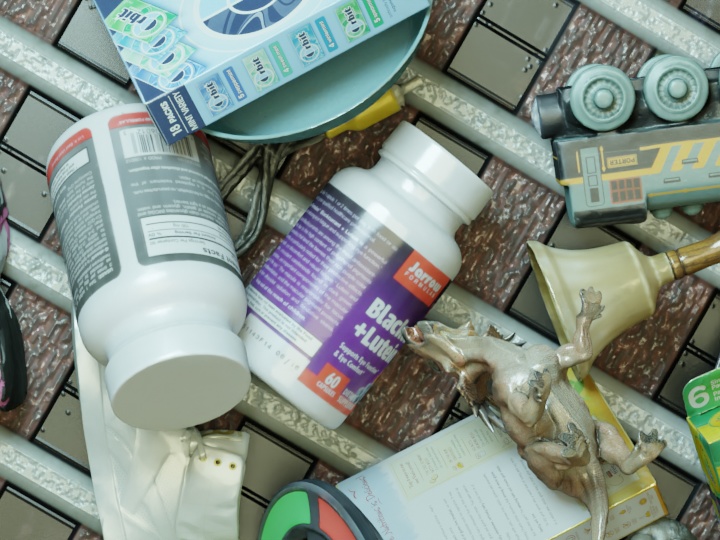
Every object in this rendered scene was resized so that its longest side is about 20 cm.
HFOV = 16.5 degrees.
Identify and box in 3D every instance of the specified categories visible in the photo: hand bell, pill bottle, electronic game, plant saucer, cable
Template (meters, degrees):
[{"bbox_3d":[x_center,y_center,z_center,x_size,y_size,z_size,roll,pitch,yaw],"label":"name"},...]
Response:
[{"bbox_3d":[0.225,-0.008,1.726,0.199,0.104,0.105,-22,93,0],"label":"hand bell"},{"bbox_3d":[-0.140,-0.002,1.665,0.115,0.116,0.201,-14,59,-2],"label":"pill bottle"},{"bbox_3d":[-0.019,0.241,1.687,0.041,0.200,0.201,-11,93,-28],"label":"electronic game"},{"bbox_3d":[-0.039,-0.154,1.697,0.199,0.200,0.036,-30,135,-1],"label":"plant saucer"},{"bbox_3d":[0.000,0.000,1.715,0.111,0.111,0.200,38,90,-3],"label":"pill bottle"},{"bbox_3d":[-0.055,-0.099,1.739,0.200,0.050,0.097,-45,91,-2],"label":"cable"}]

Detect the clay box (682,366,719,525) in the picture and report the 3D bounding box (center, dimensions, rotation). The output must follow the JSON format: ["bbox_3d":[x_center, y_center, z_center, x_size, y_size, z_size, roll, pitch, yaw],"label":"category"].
[{"bbox_3d":[0.303,0.148,1.730,0.114,0.048,0.201,-23,118,-4],"label":"clay box"}]

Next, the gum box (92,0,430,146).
[{"bbox_3d":[-0.074,-0.190,1.682,0.199,0.170,0.045,-29,132,-1],"label":"gum box"}]

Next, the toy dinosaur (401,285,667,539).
[{"bbox_3d":[0.122,0.101,1.654,0.085,0.136,0.201,-21,80,-31],"label":"toy dinosaur"}]

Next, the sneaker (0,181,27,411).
[{"bbox_3d":[-0.292,0.002,1.721,0.086,0.080,0.201,-7,87,8],"label":"sneaker"}]

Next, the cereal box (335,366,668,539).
[{"bbox_3d":[0.095,0.159,1.716,0.199,0.144,0.040,-27,130,0],"label":"cereal box"}]

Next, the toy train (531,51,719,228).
[{"bbox_3d":[0.221,-0.094,1.738,0.199,0.085,0.115,-7,96,0],"label":"toy train"}]

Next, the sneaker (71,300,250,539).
[{"bbox_3d":[-0.137,0.108,1.737,0.115,0.074,0.201,-11,102,-4],"label":"sneaker"}]

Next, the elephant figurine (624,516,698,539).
[{"bbox_3d":[0.143,0.237,1.729,0.199,0.155,0.142,-8,56,22],"label":"elephant figurine"}]

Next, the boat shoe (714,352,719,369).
[{"bbox_3d":[0.298,0.032,1.745,0.065,0.072,0.201,18,97,-37],"label":"boat shoe"}]
